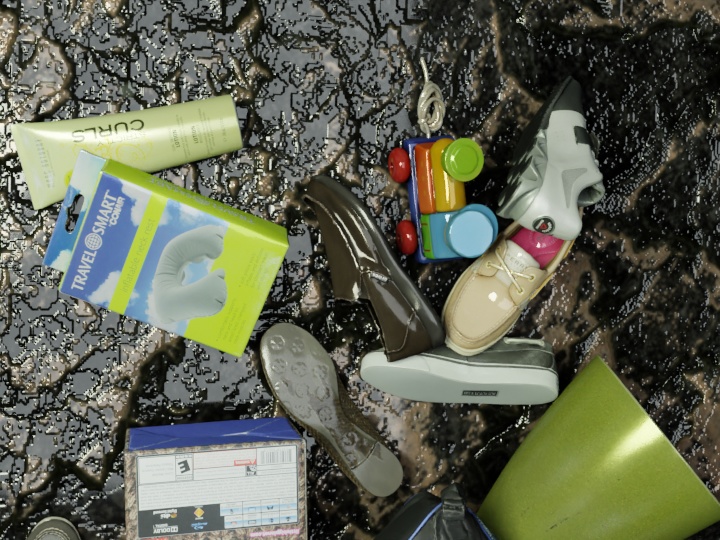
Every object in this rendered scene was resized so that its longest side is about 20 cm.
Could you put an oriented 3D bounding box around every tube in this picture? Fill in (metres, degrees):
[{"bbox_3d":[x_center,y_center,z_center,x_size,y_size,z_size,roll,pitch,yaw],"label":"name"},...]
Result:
[{"bbox_3d":[-0.206,-0.113,0.813,0.197,0.052,0.059,-13,67,-9],"label":"tube"}]

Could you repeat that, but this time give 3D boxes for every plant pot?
[{"bbox_3d":[0.215,0.219,0.879,0.199,0.187,0.188,-39,101,8],"label":"plant pot"}]

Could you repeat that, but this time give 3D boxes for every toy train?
[{"bbox_3d":[0.080,-0.108,0.848,0.083,0.116,0.203,-7,95,-14],"label":"toy train"}]

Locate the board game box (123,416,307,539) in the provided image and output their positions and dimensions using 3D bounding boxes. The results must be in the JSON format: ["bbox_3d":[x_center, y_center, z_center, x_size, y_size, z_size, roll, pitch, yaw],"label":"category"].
[{"bbox_3d":[-0.133,0.248,0.822,0.157,0.097,0.203,-1,93,-14],"label":"board game box"}]

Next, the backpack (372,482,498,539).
[{"bbox_3d":[0.073,0.322,0.803,0.183,0.147,0.200,-43,93,-16],"label":"backpack"}]

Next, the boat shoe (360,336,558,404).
[{"bbox_3d":[0.098,0.091,0.894,0.197,0.071,0.064,6,59,-6],"label":"boat shoe"}]

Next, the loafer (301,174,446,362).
[{"bbox_3d":[0.000,0.000,0.840,0.071,0.073,0.201,-35,82,-5],"label":"loafer"}]

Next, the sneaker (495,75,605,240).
[{"bbox_3d":[0.195,-0.104,0.865,0.088,0.074,0.201,29,53,-5],"label":"sneaker"}]

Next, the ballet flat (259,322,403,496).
[{"bbox_3d":[-0.030,0.136,0.874,0.067,0.046,0.201,-40,97,-12],"label":"ballet flat"}]

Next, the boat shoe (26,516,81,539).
[{"bbox_3d":[-0.287,0.329,0.809,0.066,0.057,0.203,10,90,-14],"label":"boat shoe"}]

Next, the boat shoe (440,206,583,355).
[{"bbox_3d":[0.148,-0.006,0.872,0.073,0.069,0.200,37,68,11],"label":"boat shoe"}]

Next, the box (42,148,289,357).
[{"bbox_3d":[-0.177,-0.014,0.809,0.198,0.048,0.123,21,106,-15],"label":"box"}]
